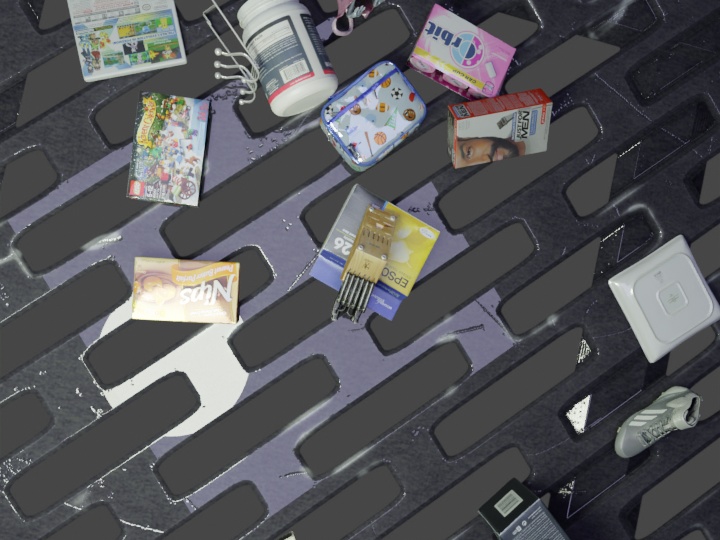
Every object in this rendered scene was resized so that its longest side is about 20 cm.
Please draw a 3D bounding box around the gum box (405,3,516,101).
[{"bbox_3d":[0.205,-0.425,1.441,0.197,0.066,0.115,26,85,-6],"label":"gum box"}]

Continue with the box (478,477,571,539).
[{"bbox_3d":[0.343,0.532,1.404,0.107,0.148,0.201,-39,93,-6],"label":"box"}]

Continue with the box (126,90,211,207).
[{"bbox_3d":[-0.365,-0.230,1.380,0.134,0.038,0.205,6,88,-7],"label":"box"}]

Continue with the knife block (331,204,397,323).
[{"bbox_3d":[0.000,0.000,1.379,0.063,0.177,0.202,22,42,-6],"label":"knife block"}]

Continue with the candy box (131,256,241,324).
[{"bbox_3d":[-0.329,0.038,1.372,0.195,0.055,0.118,3,89,-8],"label":"candy box"}]

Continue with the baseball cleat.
[{"bbox_3d":[0.606,0.311,1.462,0.200,0.106,0.070,-44,99,-4],"label":"baseball cleat"}]

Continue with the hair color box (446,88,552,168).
[{"bbox_3d":[0.272,-0.280,1.424,0.196,0.064,0.112,-12,133,-6],"label":"hair color box"}]

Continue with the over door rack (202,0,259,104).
[{"bbox_3d":[-0.254,-0.420,1.344,0.066,0.148,0.203,-25,93,-12],"label":"over door rack"}]

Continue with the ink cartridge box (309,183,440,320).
[{"bbox_3d":[0.028,-0.035,1.426,0.195,0.047,0.203,28,84,-6],"label":"ink cartridge box"}]

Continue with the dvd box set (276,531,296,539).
[{"bbox_3d":[-0.151,0.634,1.397,0.144,0.029,0.203,-26,92,-7],"label":"dvd box set"}]

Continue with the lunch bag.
[{"bbox_3d":[0.019,-0.303,1.414,0.199,0.076,0.161,-38,92,-7],"label":"lunch bag"}]

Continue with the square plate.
[{"bbox_3d":[0.647,0.059,1.511,0.198,0.028,0.201,-30,93,-7],"label":"square plate"}]

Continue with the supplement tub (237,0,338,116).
[{"bbox_3d":[-0.138,-0.410,1.359,0.138,0.140,0.203,-23,91,-7],"label":"supplement tub"}]

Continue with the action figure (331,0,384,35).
[{"bbox_3d":[-0.033,-0.588,1.416,0.201,0.133,0.149,51,127,8],"label":"action figure"}]

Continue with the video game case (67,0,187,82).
[{"bbox_3d":[-0.449,-0.471,1.382,0.196,0.022,0.186,-12,91,-8],"label":"video game case"}]
